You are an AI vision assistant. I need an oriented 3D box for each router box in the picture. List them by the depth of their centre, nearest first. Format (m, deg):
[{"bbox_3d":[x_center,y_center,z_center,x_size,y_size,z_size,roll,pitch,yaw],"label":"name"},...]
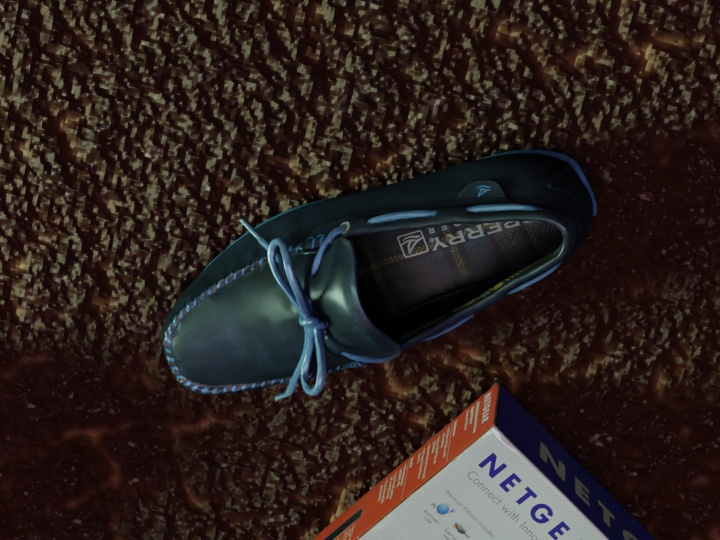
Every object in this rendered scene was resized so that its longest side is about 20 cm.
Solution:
[{"bbox_3d":[0.064,0.181,0.927,0.200,0.049,0.179,44,109,-10],"label":"router box"}]

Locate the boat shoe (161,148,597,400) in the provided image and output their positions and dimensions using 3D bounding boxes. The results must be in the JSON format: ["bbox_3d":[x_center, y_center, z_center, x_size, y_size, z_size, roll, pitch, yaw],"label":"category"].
[{"bbox_3d":[0.000,0.000,0.856,0.200,0.069,0.084,-28,105,16],"label":"boat shoe"}]
